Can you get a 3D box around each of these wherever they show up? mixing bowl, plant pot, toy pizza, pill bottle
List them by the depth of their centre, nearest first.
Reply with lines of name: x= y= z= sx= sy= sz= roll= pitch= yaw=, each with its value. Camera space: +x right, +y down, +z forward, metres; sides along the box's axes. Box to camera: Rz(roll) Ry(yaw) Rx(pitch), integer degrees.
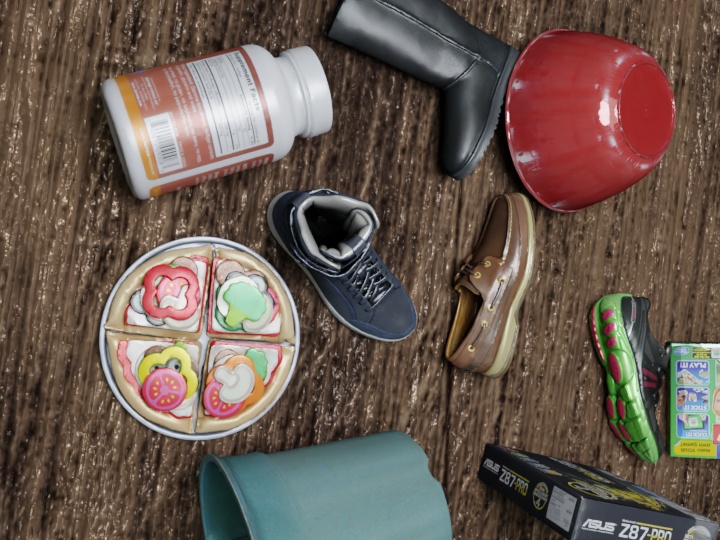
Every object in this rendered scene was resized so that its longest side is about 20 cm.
pill bottle: x=-0.132 y=-0.146 z=0.764 sx=0.198 sy=0.112 sz=0.114 roll=-19 pitch=96 yaw=-17
plant pot: x=-0.031 y=0.249 z=0.767 sx=0.194 sy=0.200 sz=0.203 roll=-10 pitch=94 yaw=-25
toy pizza: x=-0.154 y=0.068 z=0.800 sx=0.197 sy=0.032 sz=0.203 roll=0 pitch=90 yaw=-18
mixing bowl: x=0.261 y=-0.165 z=0.863 sx=0.198 sy=0.108 sz=0.203 roll=-2 pitch=93 yaw=-36

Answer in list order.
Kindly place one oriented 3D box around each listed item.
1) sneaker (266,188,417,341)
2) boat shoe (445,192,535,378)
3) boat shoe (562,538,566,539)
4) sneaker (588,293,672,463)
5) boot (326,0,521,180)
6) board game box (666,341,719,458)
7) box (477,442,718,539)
sneaker: x=-0.001 y=0.001 z=0.791 sx=0.202 sy=0.146 sz=0.077 roll=44 pitch=77 yaw=-15
boat shoe: x=0.138 y=0.012 z=0.872 sx=0.067 sy=0.072 sz=0.203 roll=11 pitch=90 yaw=-19
boat shoe: x=0.233 y=0.349 z=0.907 sx=0.197 sy=0.068 sz=0.074 roll=-22 pitch=97 yaw=-17
sneaker: x=0.324 y=0.124 z=0.931 sx=0.083 sy=0.077 sz=0.203 roll=-13 pitch=95 yaw=-13
boot: x=0.055 y=-0.210 z=0.845 sx=0.198 sy=0.065 sz=0.167 roll=27 pitch=74 yaw=-19
board game box: x=0.465 y=0.153 z=0.952 sx=0.197 sy=0.029 sz=0.137 roll=-1 pitch=90 yaw=12
box: x=0.236 y=0.238 z=0.838 sx=0.159 sy=0.200 sz=0.050 roll=17 pitch=87 yaw=-16
